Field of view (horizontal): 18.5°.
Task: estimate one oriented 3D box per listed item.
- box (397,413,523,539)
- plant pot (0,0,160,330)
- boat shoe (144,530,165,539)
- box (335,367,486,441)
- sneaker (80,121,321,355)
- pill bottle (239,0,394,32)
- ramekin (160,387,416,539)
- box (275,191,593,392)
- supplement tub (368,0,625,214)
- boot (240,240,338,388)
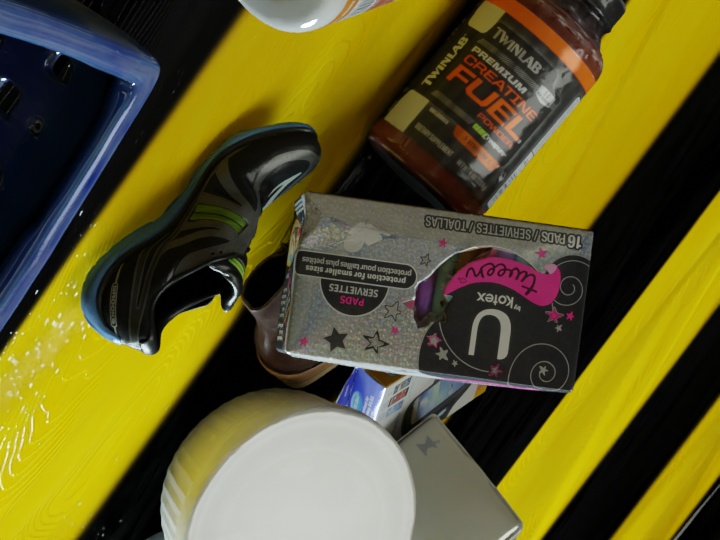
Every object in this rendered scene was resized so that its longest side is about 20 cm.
[{"bbox_3d":[0.058,0.228,1.963,0.109,0.128,0.200,-37,168,-11],"label":"box"},{"bbox_3d":[-0.245,-0.078,1.003,0.201,0.180,0.200,-55,156,12],"label":"plant pot"},{"bbox_3d":[-0.107,0.228,1.811,0.199,0.068,0.074,-20,142,-48],"label":"boat shoe"},{"bbox_3d":[0.048,0.099,1.932,0.200,0.041,0.120,-33,151,-39],"label":"box"},{"bbox_3d":[-0.095,-0.019,1.464,0.200,0.083,0.071,-45,155,-18],"label":"sneaker"},{"bbox_3d":[0.014,-0.221,1.331,0.199,0.112,0.113,-26,147,-43],"label":"pill bottle"},{"bbox_3d":[-0.064,0.185,1.710,0.201,0.094,0.204,-10,113,-24],"label":"ramekin"},{"bbox_3d":[0.048,0.017,1.521,0.132,0.198,0.116,170,-73,-85],"label":"box"},{"bbox_3d":[0.104,-0.138,1.611,0.200,0.107,0.107,-50,156,-2],"label":"supplement tub"},{"bbox_3d":[0.000,0.000,1.665,0.200,0.072,0.167,-41,156,-12],"label":"boot"}]
